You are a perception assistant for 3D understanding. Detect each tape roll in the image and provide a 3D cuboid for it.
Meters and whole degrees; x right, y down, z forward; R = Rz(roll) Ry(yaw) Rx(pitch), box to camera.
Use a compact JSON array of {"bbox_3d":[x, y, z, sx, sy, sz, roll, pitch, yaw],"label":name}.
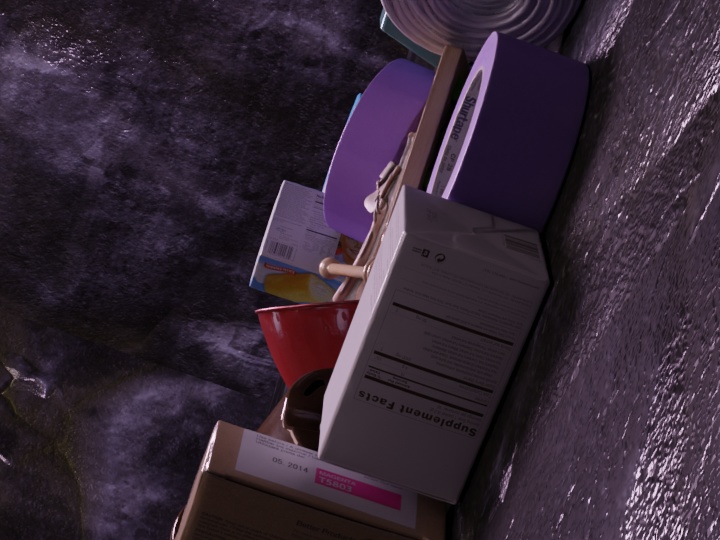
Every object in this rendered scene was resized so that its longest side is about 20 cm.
[{"bbox_3d":[0.036,-0.124,1.839,0.200,0.065,0.200,-56,-19,-31],"label":"tape roll"},{"bbox_3d":[0.118,-0.095,1.446,0.200,0.085,0.201,-161,90,-85],"label":"tape roll"}]

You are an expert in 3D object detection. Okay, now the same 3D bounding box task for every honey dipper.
[{"bbox_3d":[0.000,0.000,1.646,0.200,0.038,0.038,11,82,69],"label":"honey dipper"}]

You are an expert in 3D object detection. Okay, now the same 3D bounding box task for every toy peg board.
[{"bbox_3d":[0.106,-0.087,1.651,0.199,0.098,0.201,48,-120,-77],"label":"toy peg board"}]

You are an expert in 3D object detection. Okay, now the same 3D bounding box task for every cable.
[{"bbox_3d":[0.113,-0.283,1.582,0.200,0.200,0.069,-37,31,38],"label":"cable"}]

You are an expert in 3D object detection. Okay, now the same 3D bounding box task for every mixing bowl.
[{"bbox_3d":[0.004,0.082,1.591,0.200,0.199,0.109,147,119,-83],"label":"mixing bowl"}]

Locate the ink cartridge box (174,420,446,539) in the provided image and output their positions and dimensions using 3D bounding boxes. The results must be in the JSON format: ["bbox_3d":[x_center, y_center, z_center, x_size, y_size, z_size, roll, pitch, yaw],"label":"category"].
[{"bbox_3d":[-0.049,0.228,1.360,0.075,0.199,0.165,-81,12,-60],"label":"ink cartridge box"}]

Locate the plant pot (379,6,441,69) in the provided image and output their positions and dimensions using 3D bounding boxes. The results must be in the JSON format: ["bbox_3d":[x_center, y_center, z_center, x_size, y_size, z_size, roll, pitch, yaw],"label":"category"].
[{"bbox_3d":[0.112,-0.312,1.772,0.200,0.141,0.141,-55,8,11],"label":"plant pot"}]

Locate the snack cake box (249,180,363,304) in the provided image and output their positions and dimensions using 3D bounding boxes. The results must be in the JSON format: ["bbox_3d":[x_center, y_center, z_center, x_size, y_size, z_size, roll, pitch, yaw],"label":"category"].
[{"bbox_3d":[-0.012,-0.012,1.918,0.067,0.199,0.115,112,175,-51],"label":"snack cake box"}]

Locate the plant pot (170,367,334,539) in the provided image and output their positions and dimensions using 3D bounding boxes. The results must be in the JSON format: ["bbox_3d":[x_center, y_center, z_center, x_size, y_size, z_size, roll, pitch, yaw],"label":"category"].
[{"bbox_3d":[-0.037,0.206,1.489,0.198,0.200,0.200,-57,11,34],"label":"plant pot"}]

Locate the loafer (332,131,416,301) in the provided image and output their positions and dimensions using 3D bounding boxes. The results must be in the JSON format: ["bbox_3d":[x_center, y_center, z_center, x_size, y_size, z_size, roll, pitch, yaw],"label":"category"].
[{"bbox_3d":[0.023,-0.047,1.719,0.072,0.063,0.201,-22,-52,-75],"label":"loafer"}]

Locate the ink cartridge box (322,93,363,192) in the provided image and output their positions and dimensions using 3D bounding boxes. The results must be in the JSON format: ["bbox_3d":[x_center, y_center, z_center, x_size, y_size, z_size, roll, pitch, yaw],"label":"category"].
[{"bbox_3d":[0.034,-0.095,2.062,0.200,0.146,0.146,-79,10,-64],"label":"ink cartridge box"}]

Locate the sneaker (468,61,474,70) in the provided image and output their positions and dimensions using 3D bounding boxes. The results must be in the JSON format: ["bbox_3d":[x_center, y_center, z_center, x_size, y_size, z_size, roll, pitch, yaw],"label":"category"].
[{"bbox_3d":[0.114,-0.156,1.823,0.082,0.073,0.200,-69,3,-59],"label":"sneaker"}]

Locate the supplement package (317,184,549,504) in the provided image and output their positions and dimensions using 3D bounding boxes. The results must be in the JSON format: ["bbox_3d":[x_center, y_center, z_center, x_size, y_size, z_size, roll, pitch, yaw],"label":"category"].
[{"bbox_3d":[0.055,0.057,1.337,0.121,0.119,0.201,-87,16,-69],"label":"supplement package"}]
